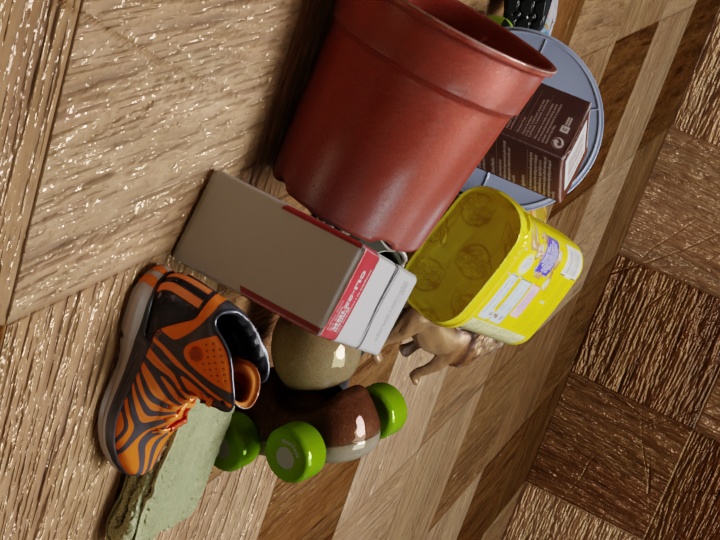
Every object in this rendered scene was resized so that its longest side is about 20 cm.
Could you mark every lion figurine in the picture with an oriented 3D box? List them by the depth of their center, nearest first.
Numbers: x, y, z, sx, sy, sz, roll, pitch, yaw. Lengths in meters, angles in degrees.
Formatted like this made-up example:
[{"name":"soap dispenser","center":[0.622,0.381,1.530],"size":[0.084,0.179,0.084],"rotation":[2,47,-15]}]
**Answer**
[{"name":"lion figurine","center":[0.079,0.065,1.683],"size":[0.122,0.073,0.200],"rotation":[-30,151,22]}]

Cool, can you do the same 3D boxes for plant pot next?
[{"name":"plant pot","center":[0.032,-0.135,1.271],"size":[0.195,0.201,0.201],"rotation":[-60,166,16]}]

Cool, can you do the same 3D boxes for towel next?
[{"name":"towel","center":[-0.159,0.149,1.337],"size":[0.200,0.036,0.148],"rotation":[-70,164,13]}]

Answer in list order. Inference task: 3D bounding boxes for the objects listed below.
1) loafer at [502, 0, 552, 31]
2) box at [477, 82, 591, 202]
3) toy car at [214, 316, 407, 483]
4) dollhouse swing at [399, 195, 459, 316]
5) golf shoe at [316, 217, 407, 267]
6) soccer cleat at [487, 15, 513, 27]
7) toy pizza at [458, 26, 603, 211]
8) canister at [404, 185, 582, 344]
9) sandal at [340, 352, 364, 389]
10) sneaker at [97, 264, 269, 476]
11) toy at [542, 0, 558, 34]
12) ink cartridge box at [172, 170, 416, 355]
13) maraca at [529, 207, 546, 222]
[{"name":"loafer","center":[0.201,-0.363,1.677],"size":[0.070,0.068,0.201],"rotation":[-77,179,-60]},{"name":"box","center":[0.127,-0.153,1.496],"size":[0.075,0.200,0.100],"rotation":[-62,165,-18]},{"name":"toy car","center":[-0.058,0.080,1.441],"size":[0.164,0.158,0.200],"rotation":[-20,109,-52]},{"name":"dollhouse swing","center":[0.056,-0.052,1.725],"size":[0.200,0.176,0.182],"rotation":[99,-19,-44]},{"name":"golf shoe","center":[0.000,0.000,1.530],"size":[0.077,0.088,0.200],"rotation":[-60,165,-23]},{"name":"soccer cleat","center":[0.169,-0.188,1.679],"size":[0.081,0.067,0.200],"rotation":[68,11,-78]},{"name":"toy pizza","center":[0.162,-0.162,1.614],"size":[0.032,0.200,0.200],"rotation":[124,-9,-89]},{"name":"canister","center":[0.145,0.001,1.580],"size":[0.149,0.087,0.200],"rotation":[-53,152,9]},{"name":"sandal","center":[-0.032,0.083,1.591],"size":[0.200,0.043,0.076],"rotation":[112,-26,-61]},{"name":"sneaker","center":[-0.140,0.101,1.186],"size":[0.078,0.112,0.200],"rotation":[-43,153,-51]},{"name":"toy","center":[0.227,-0.259,1.934],"size":[0.200,0.047,0.115],"rotation":[-53,162,-34]},{"name":"ink cartridge box","center":[-0.049,-0.002,1.262],"size":[0.084,0.144,0.200],"rotation":[-63,164,1]},{"name":"maraca","center":[0.204,-0.074,2.027],"size":[0.200,0.107,0.137],"rotation":[-46,163,-48]}]
